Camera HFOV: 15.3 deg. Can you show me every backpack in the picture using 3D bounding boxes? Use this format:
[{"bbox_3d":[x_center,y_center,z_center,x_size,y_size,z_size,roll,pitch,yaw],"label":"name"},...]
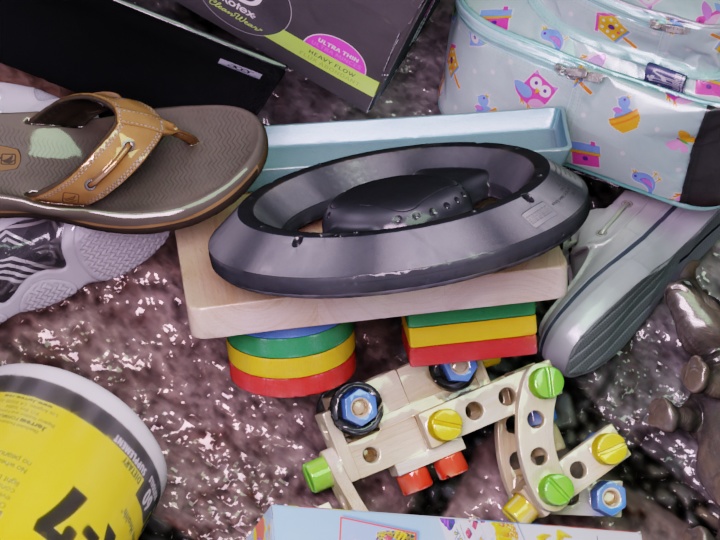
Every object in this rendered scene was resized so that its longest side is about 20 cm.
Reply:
[{"bbox_3d":[0.149,-0.139,1.617,0.200,0.154,0.176,11,35,14],"label":"backpack"}]

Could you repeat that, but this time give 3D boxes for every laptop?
[{"bbox_3d":[-0.133,-0.148,1.501,0.177,0.103,0.200,22,29,-10],"label":"laptop"}]

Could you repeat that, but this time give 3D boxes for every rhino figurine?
[{"bbox_3d":[0.215,0.082,1.577,0.087,0.060,0.200,16,52,-38],"label":"rhino figurine"}]

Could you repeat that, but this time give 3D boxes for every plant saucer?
[{"bbox_3d":[0.018,-0.068,1.521,0.200,0.019,0.070,-3,23,1],"label":"plant saucer"}]

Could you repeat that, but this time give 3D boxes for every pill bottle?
[{"bbox_3d":[-0.185,0.153,1.329,0.114,0.114,0.200,30,54,-3],"label":"pill bottle"}]

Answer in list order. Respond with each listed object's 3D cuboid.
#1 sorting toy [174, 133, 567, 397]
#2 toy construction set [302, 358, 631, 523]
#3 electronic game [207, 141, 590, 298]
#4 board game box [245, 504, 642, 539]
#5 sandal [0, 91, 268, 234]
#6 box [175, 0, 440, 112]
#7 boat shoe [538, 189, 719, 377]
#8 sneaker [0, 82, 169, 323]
[{"bbox_3d":[0.000,0.000,1.480,0.198,0.070,0.200,-6,24,-5],"label":"sorting toy"},{"bbox_3d":[0.047,0.109,1.478,0.200,0.092,0.131,-22,91,-29],"label":"toy construction set"},{"bbox_3d":[0.020,-0.025,1.393,0.200,0.200,0.042,-20,110,-32],"label":"electronic game"},{"bbox_3d":[0.037,0.191,1.346,0.200,0.103,0.105,7,59,-19],"label":"board game box"},{"bbox_3d":[-0.147,-0.067,1.414,0.200,0.055,0.082,3,52,-6],"label":"sandal"},{"bbox_3d":[0.000,-0.224,1.551,0.148,0.124,0.200,29,54,0],"label":"box"},{"bbox_3d":[0.150,-0.004,1.609,0.067,0.074,0.200,33,41,18],"label":"boat shoe"},{"bbox_3d":[-0.212,-0.031,1.460,0.200,0.075,0.115,-20,55,-19],"label":"sneaker"}]
